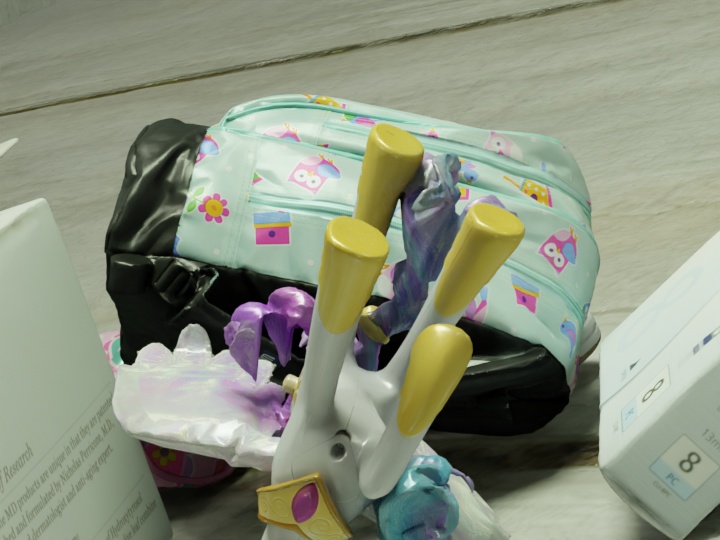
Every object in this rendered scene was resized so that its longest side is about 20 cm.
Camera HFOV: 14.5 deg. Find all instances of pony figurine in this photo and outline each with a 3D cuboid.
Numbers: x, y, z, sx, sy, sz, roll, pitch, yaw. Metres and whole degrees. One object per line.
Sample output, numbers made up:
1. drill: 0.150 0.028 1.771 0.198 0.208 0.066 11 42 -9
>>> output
1. pony figurine: -0.010 0.054 1.020 0.166 0.200 0.193 22 23 -1

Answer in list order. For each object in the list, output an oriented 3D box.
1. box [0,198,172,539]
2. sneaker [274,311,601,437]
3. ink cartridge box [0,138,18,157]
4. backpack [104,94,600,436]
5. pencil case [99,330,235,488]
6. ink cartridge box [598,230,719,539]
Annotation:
1. box: -0.217 0.095 1.166 0.199 0.171 0.200 -15 14 18
2. sneaker: 0.007 0.013 1.306 0.200 0.113 0.071 -12 15 30
3. ink cartridge box: -0.247 0.017 1.404 0.200 0.068 0.116 -26 14 32
4. backpack: 0.000 0.000 1.199 0.200 0.127 0.167 8 -16 4
5. pencil case: -0.148 0.073 1.349 0.200 0.088 0.087 -10 16 40
6. ink cartridge box: 0.173 -0.002 1.084 0.200 0.047 0.160 -47 6 15
